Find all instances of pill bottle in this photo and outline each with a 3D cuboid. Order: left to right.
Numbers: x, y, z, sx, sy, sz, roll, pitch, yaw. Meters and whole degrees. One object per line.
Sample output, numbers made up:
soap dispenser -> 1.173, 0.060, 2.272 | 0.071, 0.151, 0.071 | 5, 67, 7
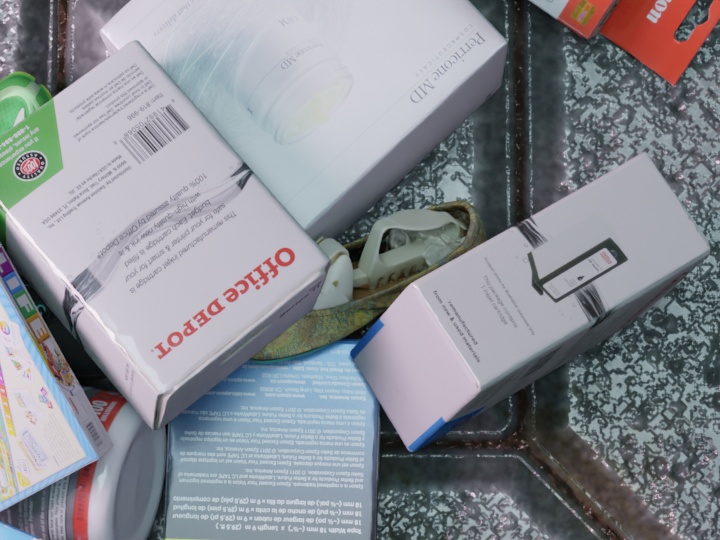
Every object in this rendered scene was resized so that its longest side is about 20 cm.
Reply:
pill bottle -> -0.238, 0.125, 1.523 | 0.198, 0.116, 0.117 | 10, 80, 14

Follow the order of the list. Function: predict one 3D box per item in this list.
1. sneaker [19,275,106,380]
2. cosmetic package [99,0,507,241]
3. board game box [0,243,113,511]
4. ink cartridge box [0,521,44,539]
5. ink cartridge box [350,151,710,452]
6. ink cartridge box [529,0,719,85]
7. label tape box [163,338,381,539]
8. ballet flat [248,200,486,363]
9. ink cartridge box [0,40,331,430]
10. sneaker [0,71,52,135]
sneaker -> -0.247, 0.036, 1.495 | 0.198, 0.079, 0.076 | 15, 111, 1
cosmetic package -> -0.037, -0.145, 1.573 | 0.199, 0.123, 0.200 | -43, 84, -6
board game box -> -0.262, 0.056, 1.433 | 0.134, 0.034, 0.201 | -27, 94, 14
ink cartridge box -> -0.159, 0.268, 1.416 | 0.199, 0.147, 0.145 | 19, 73, 22
ink cartridge box -> 0.110, 0.022, 1.501 | 0.199, 0.146, 0.085 | -29, 80, -26
ink cartridge box -> 0.164, -0.226, 1.600 | 0.199, 0.050, 0.109 | 36, 106, 7
label tape box -> -0.059, 0.148, 1.551 | 0.143, 0.063, 0.202 | 2, 81, 1
ballet flat -> 0.000, 0.000, 1.544 | 0.199, 0.071, 0.071 | -20, 80, -25
ink cartridge box -> -0.137, -0.021, 1.462 | 0.146, 0.083, 0.200 | -37, 78, -19
sneaker -> -0.270, -0.045, 1.576 | 0.074, 0.084, 0.201 | 30, 83, 3
